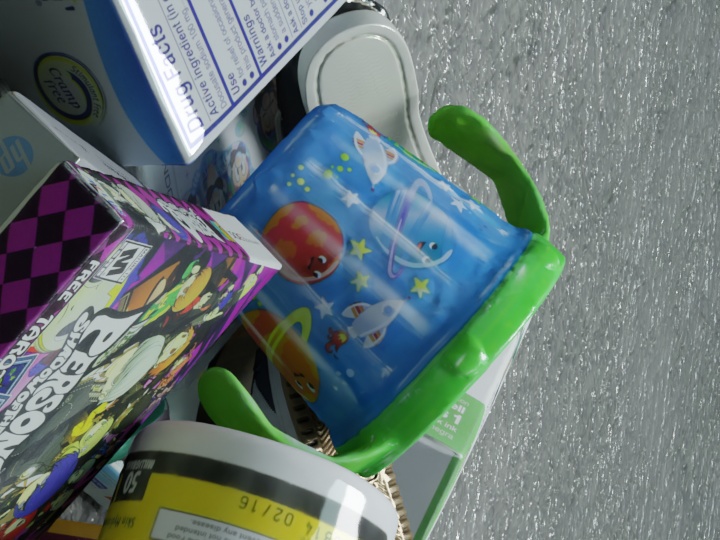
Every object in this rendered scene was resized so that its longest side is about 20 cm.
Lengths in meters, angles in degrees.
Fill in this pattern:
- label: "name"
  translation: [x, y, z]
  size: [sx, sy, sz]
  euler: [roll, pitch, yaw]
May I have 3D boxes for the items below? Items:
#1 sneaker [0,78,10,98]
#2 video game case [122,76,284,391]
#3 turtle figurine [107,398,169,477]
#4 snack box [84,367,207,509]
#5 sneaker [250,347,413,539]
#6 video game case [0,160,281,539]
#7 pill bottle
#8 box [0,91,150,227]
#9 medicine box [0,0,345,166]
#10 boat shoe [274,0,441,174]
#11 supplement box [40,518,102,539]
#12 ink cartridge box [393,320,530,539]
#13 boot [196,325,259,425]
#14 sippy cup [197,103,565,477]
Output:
- label: "sneaker"
  translation: [-0.194, -0.033, 0.909]
  size: [0.200, 0.076, 0.077]
  euler: [-43, 161, -59]
- label: "video game case"
  translation: [-0.064, -0.070, 1.201]
  size: [0.200, 0.024, 0.182]
  euler: [-52, 140, -55]
- label: "turtle figurine"
  translation: [-0.072, 0.147, 1.144]
  size: [0.200, 0.149, 0.101]
  euler: [84, 25, -43]
- label: "snack box"
  translation: [-0.102, 0.003, 1.198]
  size: [0.116, 0.037, 0.200]
  euler: [53, 45, -60]
- label: "sneaker"
  translation: [-0.037, 0.082, 1.239]
  size: [0.070, 0.108, 0.201]
  euler: [-7, 88, -40]
- label: "video game case"
  translation: [-0.128, 0.054, 0.906]
  size: [0.200, 0.036, 0.181]
  euler: [-48, 166, 6]
- label: "pill bottle"
  translation: [-0.064, 0.167, 0.967]
  size: [0.111, 0.111, 0.200]
  euler: [54, 50, -61]
- label: "box"
  translation: [-0.138, 0.023, 0.949]
  size: [0.156, 0.041, 0.200]
  euler: [-47, 164, 0]
- label: "medicine box"
  translation: [-0.087, -0.169, 1.012]
  size: [0.200, 0.103, 0.182]
  euler: [-50, 128, -40]
- label: "boat shoe"
  translation: [-0.006, -0.062, 1.233]
  size: [0.200, 0.074, 0.060]
  euler: [77, -11, -50]
- label: "supplement box"
  translation: [-0.159, 0.203, 1.014]
  size: [0.200, 0.085, 0.111]
  euler: [-64, 152, -45]
- label: "ink cartridge box"
  translation: [0.029, 0.075, 1.447]
  size: [0.200, 0.084, 0.146]
  euler: [-59, 173, -50]
- label: "boot"
  translation: [-0.056, 0.017, 1.327]
  size: [0.097, 0.075, 0.200]
  euler: [62, 39, -16]
- label: "sippy cup"
  translation: [0.000, 0.000, 1.138]
  size: [0.140, 0.130, 0.178]
  euler: [-45, -177, 22]
